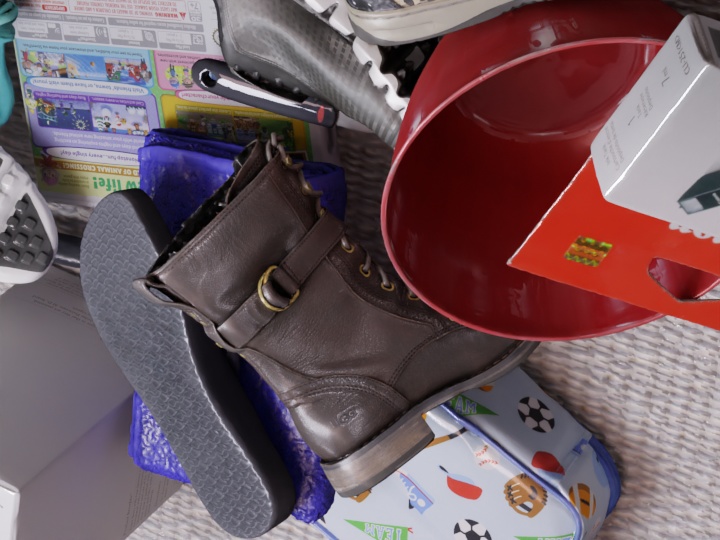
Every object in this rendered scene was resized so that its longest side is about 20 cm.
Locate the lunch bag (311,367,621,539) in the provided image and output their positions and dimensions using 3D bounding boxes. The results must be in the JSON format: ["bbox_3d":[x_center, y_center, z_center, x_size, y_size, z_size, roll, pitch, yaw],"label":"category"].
[{"bbox_3d":[0.034,0.109,1.597,0.200,0.076,0.160,41,131,4],"label":"lunch bag"}]

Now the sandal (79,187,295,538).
[{"bbox_3d":[-0.092,0.048,1.536,0.076,0.043,0.201,-17,100,46],"label":"sandal"}]

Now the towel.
[{"bbox_3d":[-0.073,0.029,1.562,0.147,0.049,0.201,14,109,42],"label":"towel"}]

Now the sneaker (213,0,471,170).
[{"bbox_3d":[-0.022,-0.117,1.496,0.090,0.066,0.200,-38,95,33],"label":"sneaker"}]

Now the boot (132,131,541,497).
[{"bbox_3d":[0.000,0.000,1.476,0.174,0.200,0.069,52,155,-11],"label":"boot"}]

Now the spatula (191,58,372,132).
[{"bbox_3d":[0.003,-0.083,1.531,0.199,0.021,0.057,15,122,5],"label":"spatula"}]

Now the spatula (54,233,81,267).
[{"bbox_3d":[-0.238,-0.021,1.706,0.199,0.057,0.021,8,123,24],"label":"spatula"}]

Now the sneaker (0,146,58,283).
[{"bbox_3d":[-0.252,-0.055,1.666,0.200,0.081,0.075,33,87,19],"label":"sneaker"}]

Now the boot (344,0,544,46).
[{"bbox_3d":[0.066,-0.201,1.315,0.203,0.074,0.154,-20,125,9],"label":"boot"}]

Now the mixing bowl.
[{"bbox_3d":[0.102,-0.071,1.411,0.199,0.109,0.201,-5,134,-5],"label":"mixing bowl"}]

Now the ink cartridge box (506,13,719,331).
[{"bbox_3d":[0.197,-0.023,1.370,0.199,0.044,0.174,17,128,-24],"label":"ink cartridge box"}]

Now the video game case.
[{"bbox_3d":[-0.107,-0.115,1.594,0.199,0.022,0.183,7,118,27],"label":"video game case"}]

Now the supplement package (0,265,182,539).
[{"bbox_3d":[-0.196,0.105,1.652,0.119,0.200,0.122,23,124,19],"label":"supplement package"}]

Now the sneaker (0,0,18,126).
[{"bbox_3d":[-0.222,-0.163,1.592,0.080,0.077,0.200,35,146,25],"label":"sneaker"}]
